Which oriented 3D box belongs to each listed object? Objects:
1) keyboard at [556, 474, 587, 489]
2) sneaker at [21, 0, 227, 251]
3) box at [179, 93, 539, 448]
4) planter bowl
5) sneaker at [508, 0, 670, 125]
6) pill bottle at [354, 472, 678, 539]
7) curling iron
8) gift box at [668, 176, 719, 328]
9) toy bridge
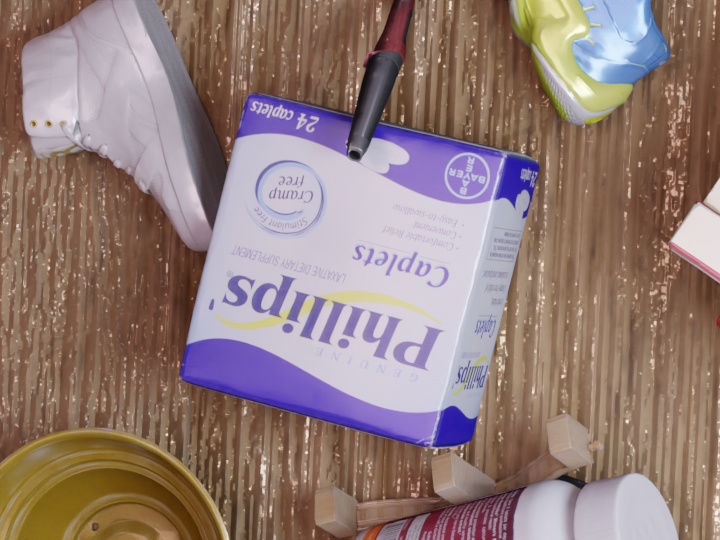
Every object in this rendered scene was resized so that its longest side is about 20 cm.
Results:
[{"bbox_3d":[0.132,0.241,1.713,0.104,0.040,0.200,19,95,14],"label":"keyboard"},{"bbox_3d":[-0.165,-0.086,1.780,0.115,0.074,0.200,-26,74,14],"label":"sneaker"},{"bbox_3d":[0.000,0.000,1.716,0.183,0.105,0.201,14,93,15],"label":"box"},{"bbox_3d":[-0.169,0.205,1.767,0.200,0.083,0.201,0,90,15],"label":"planter bowl"},{"bbox_3d":[0.136,-0.201,1.708,0.105,0.076,0.200,-28,90,0],"label":"sneaker"},{"bbox_3d":[0.098,0.197,1.665,0.200,0.110,0.110,-17,85,29],"label":"pill bottle"},{"bbox_3d":[0.013,-0.146,1.692,0.025,0.050,0.200,-1,49,21],"label":"curling iron"},{"bbox_3d":[0.312,-0.014,1.597,0.200,0.185,0.187,37,96,18],"label":"gift box"},{"bbox_3d":[0.071,0.143,1.712,0.200,0.067,0.027,-19,57,25],"label":"toy bridge"}]
